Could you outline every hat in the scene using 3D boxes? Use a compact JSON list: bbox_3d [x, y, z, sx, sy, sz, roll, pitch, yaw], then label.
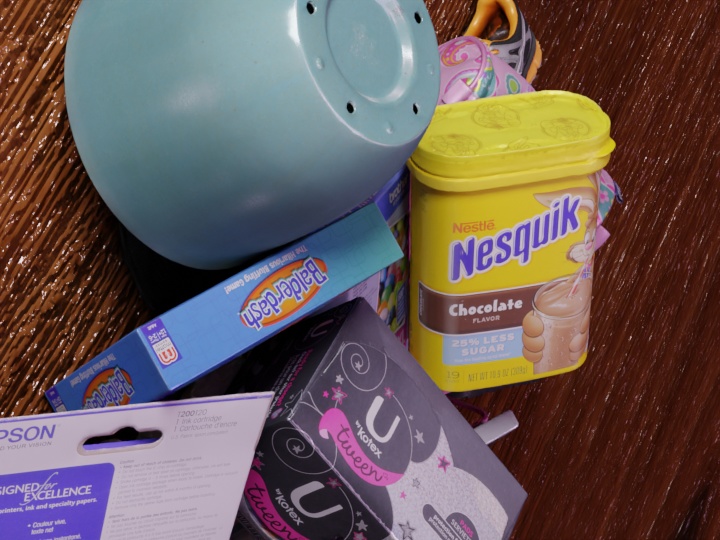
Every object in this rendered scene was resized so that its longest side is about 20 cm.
[{"bbox_3d":[-0.077,-0.053,1.105,0.200,0.080,0.202,-39,138,-47],"label":"hat"}]

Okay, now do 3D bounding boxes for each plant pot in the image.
[{"bbox_3d":[-0.049,-0.115,0.957,0.200,0.160,0.203,17,67,-45],"label":"plant pot"}]

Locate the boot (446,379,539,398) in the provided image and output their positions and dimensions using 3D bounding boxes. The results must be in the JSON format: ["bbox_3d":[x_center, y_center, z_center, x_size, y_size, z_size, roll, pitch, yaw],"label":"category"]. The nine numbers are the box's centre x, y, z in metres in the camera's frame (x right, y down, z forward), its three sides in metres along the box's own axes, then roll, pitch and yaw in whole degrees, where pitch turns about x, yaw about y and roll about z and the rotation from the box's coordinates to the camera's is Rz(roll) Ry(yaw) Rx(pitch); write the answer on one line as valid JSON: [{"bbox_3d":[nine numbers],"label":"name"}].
[{"bbox_3d":[0.144,0.025,1.555,0.199,0.076,0.170,-12,119,-53],"label":"boot"}]

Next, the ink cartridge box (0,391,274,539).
[{"bbox_3d":[-0.165,0.152,0.973,0.196,0.043,0.202,-2,124,-35],"label":"ink cartridge box"}]

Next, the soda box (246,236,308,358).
[{"bbox_3d":[-0.029,-0.013,1.233,0.068,0.063,0.202,-4,109,-60],"label":"soda box"}]

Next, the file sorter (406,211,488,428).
[{"bbox_3d":[0.047,0.031,1.330,0.139,0.124,0.202,-18,120,-57],"label":"file sorter"}]

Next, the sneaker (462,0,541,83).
[{"bbox_3d":[0.104,-0.159,1.385,0.078,0.077,0.201,66,31,-45],"label":"sneaker"}]

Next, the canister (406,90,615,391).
[{"bbox_3d":[0.105,-0.019,1.180,0.147,0.087,0.202,-9,122,-14],"label":"canister"}]

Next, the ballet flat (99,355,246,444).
[{"bbox_3d":[-0.147,0.123,1.104,0.201,0.071,0.072,-57,148,-34],"label":"ballet flat"}]

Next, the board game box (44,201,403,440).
[{"bbox_3d":[-0.087,0.034,1.028,0.199,0.152,0.045,-30,90,-36],"label":"board game box"}]

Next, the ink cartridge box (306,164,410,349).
[{"bbox_3d":[0.000,0.000,1.171,0.119,0.042,0.202,-50,143,-53],"label":"ink cartridge box"}]

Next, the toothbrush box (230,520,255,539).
[{"bbox_3d":[-0.107,0.264,1.215,0.146,0.085,0.202,-22,122,-57],"label":"toothbrush box"}]

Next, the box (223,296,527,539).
[{"bbox_3d":[0.001,0.143,1.094,0.200,0.114,0.133,49,42,-17],"label":"box"}]

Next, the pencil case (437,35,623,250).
[{"bbox_3d":[0.121,-0.093,1.246,0.200,0.087,0.088,42,65,-34],"label":"pencil case"}]

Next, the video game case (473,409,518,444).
[{"bbox_3d":[0.052,0.172,1.355,0.142,0.018,0.200,-28,171,-12],"label":"video game case"}]
